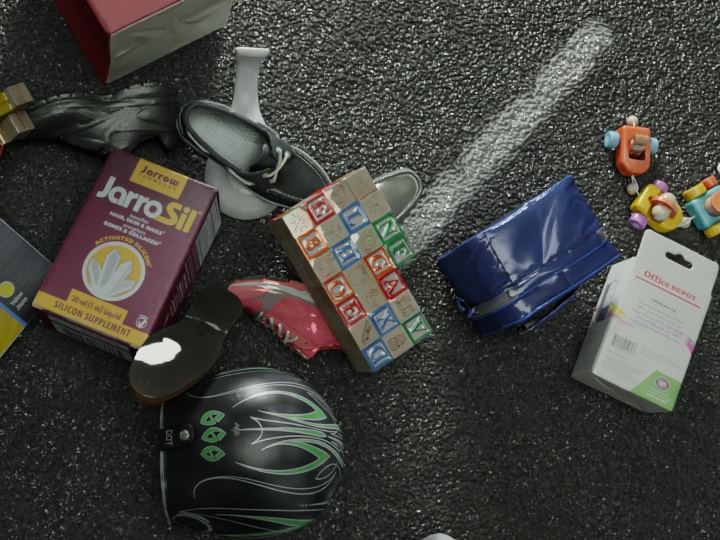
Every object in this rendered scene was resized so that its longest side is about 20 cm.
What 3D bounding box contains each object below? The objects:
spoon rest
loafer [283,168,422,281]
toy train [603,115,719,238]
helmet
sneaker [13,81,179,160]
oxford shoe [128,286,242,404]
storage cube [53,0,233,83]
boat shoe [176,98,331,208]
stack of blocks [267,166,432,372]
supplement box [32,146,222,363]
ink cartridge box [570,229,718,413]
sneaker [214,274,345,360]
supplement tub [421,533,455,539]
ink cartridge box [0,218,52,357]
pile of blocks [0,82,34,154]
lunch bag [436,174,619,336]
[{"bbox_3d":[-0.133,-0.160,1.365,0.099,0.061,0.200,2,93,-12],"label":"spoon rest"},{"bbox_3d":[-0.002,-0.056,1.363,0.200,0.070,0.070,-40,91,-17],"label":"loafer"},{"bbox_3d":[0.414,-0.121,1.488,0.200,0.056,0.150,11,78,-12],"label":"toy train"},{"bbox_3d":[-0.113,0.195,1.231,0.190,0.200,0.200,-2,80,-3],"label":"helmet"},{"bbox_3d":[-0.300,-0.160,1.309,0.200,0.076,0.091,-10,93,-12],"label":"sneaker"},{"bbox_3d":[-0.186,0.094,1.218,0.071,0.071,0.200,31,31,6],"label":"oxford shoe"},{"bbox_3d":[-0.255,-0.348,1.300,0.200,0.171,0.180,-29,89,-18],"label":"storage cube"},{"bbox_3d":[-0.119,-0.128,1.307,0.200,0.060,0.076,25,87,-12],"label":"boat shoe"},{"bbox_3d":[0.000,0.000,1.292,0.115,0.059,0.200,-32,98,-19],"label":"stack of blocks"},{"bbox_3d":[-0.250,-0.011,1.260,0.131,0.103,0.200,21,71,2],"label":"supplement box"},{"bbox_3d":[0.356,0.063,1.433,0.117,0.067,0.200,26,76,-8],"label":"ink cartridge box"},{"bbox_3d":[-0.075,0.057,1.323,0.200,0.074,0.087,9,79,-13],"label":"sneaker"},{"bbox_3d":[0.112,0.407,1.269,0.200,0.144,0.144,45,73,-3],"label":"supplement tub"},{"bbox_3d":[-0.446,0.018,1.210,0.198,0.047,0.200,-54,125,-15],"label":"ink cartridge box"},{"bbox_3d":[-0.434,-0.126,1.234,0.200,0.082,0.062,-31,90,5],"label":"pile of blocks"},{"bbox_3d":[0.198,-0.004,1.370,0.200,0.136,0.132,-33,89,-17],"label":"lunch bag"}]
